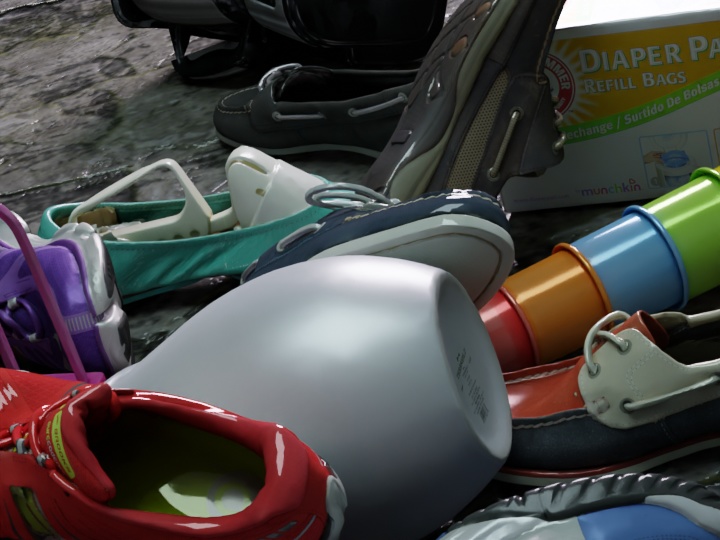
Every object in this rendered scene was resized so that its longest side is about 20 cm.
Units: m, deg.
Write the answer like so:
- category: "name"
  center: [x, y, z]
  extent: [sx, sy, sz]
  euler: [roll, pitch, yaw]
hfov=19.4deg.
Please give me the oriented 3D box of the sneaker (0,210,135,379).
- category: "sneaker"
  center: [-0.177, 0.022, 1.053]
  extent: [0.083, 0.081, 0.200]
  euler: [-21, 17, -30]

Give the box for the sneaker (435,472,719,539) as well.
- category: "sneaker"
  center: [0.047, 0.132, 0.746]
  extent: [0.200, 0.076, 0.077]
  euler: [-18, 49, -8]

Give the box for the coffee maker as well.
- category: "coffee maker"
  center: [-0.036, -0.208, 1.371]
  extent: [0.192, 0.135, 0.200]
  euler: [-33, 32, -34]

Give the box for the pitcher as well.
- category: "pitcher"
  center: [-0.041, 0.057, 0.877]
  extent: [0.200, 0.121, 0.172]
  euler: [-19, 21, 18]

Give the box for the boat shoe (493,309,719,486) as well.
- category: "boat shoe"
  center: [0.128, 0.043, 0.872]
  extent: [0.200, 0.063, 0.071]
  euler: [-8, 29, 16]

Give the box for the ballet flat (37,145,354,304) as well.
- category: "ballet flat"
  center: [-0.077, -0.027, 1.105]
  extent: [0.200, 0.070, 0.067]
  euler: [-11, 26, 6]

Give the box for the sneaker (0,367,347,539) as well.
- category: "sneaker"
  center: [-0.103, 0.063, 0.753]
  extent: [0.200, 0.085, 0.077]
  euler: [6, 66, 10]

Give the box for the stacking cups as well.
- category: "stacking cups"
  center: [0.122, 0.005, 0.963]
  extent: [0.200, 0.061, 0.061]
  euler: [-28, 29, -16]

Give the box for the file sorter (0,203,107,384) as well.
- category: "file sorter"
  center: [-0.220, 0.072, 0.892]
  extent: [0.139, 0.126, 0.200]
  euler: [-4, 36, 21]

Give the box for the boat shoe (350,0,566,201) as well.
- category: "boat shoe"
  center: [0.060, -0.070, 1.033]
  extent: [0.200, 0.073, 0.074]
  euler: [-60, 14, 1]

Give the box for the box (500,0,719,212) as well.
- category: "box"
  center: [0.168, -0.107, 1.100]
  extent: [0.200, 0.101, 0.113]
  euler: [-5, 27, 19]

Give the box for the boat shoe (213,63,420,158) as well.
- category: "boat shoe"
  center: [-0.012, -0.101, 1.231]
  extent: [0.200, 0.057, 0.067]
  euler: [11, 36, 41]

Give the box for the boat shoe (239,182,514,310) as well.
- category: "boat shoe"
  center: [0.000, 0.000, 0.934]
  extent: [0.200, 0.075, 0.062]
  euler: [-35, 34, 53]
